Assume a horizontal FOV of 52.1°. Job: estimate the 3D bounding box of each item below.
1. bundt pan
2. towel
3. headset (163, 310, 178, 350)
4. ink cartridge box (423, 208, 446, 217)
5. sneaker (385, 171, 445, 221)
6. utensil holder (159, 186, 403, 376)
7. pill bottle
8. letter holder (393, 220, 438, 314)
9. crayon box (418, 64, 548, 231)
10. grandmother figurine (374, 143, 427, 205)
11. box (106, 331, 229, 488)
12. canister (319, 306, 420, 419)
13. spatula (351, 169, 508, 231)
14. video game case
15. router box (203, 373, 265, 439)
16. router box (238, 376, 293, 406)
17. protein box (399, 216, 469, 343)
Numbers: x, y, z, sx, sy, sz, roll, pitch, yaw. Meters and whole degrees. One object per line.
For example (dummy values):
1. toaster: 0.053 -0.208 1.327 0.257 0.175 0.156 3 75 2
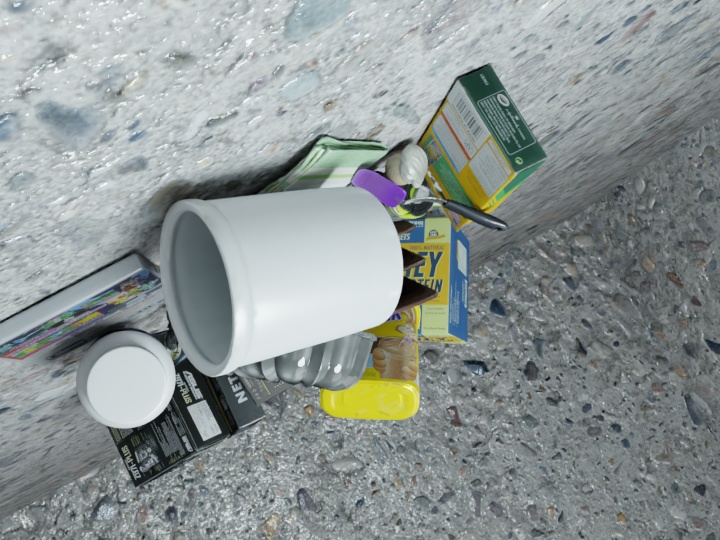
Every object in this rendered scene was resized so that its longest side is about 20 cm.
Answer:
1. bundt pan: -0.082 0.106 0.922 0.200 0.076 0.202 7 169 1
2. towel: -0.076 -0.088 0.855 0.200 0.023 0.152 -35 170 26
3. headset: -0.181 0.055 0.999 0.199 0.095 0.123 -9 154 23
4. ink cartridge box: 0.151 -0.104 1.416 0.162 0.050 0.200 -24 166 -33
5. sneaker: 0.082 -0.116 1.102 0.081 0.074 0.200 -12 -176 37
6. utensil holder: -0.079 0.001 0.755 0.199 0.171 0.170 -12 163 -34
7. pill bottle: -0.297 0.135 0.936 0.119 0.120 0.200 -27 -175 -17
8. letter holder: 0.000 0.000 1.051 0.199 0.101 0.142 -16 -154 -30
9. crayon box: 0.137 -0.141 0.899 0.051 0.126 0.200 -27 172 -18
10. grandmother figurine: 0.001 -0.091 0.945 0.200 0.061 0.122 -36 -147 12
11. box: -0.333 0.225 1.209 0.163 0.201 0.086 -34 169 27
12. canister: 0.016 0.118 1.081 0.147 0.201 0.087 2 128 1
13. spatula: 0.087 -0.080 0.882 0.199 0.021 0.057 15 161 -11
14. video game case: -0.318 0.050 0.852 0.199 0.023 0.182 -28 172 -5
15. router box: -0.238 0.182 1.275 0.052 0.201 0.157 -22 170 -23
16. router box: -0.141 0.092 1.137 0.149 0.201 0.062 -27 -147 -6
17. protein box: 0.112 0.023 1.309 0.134 0.200 0.200 0 170 18
